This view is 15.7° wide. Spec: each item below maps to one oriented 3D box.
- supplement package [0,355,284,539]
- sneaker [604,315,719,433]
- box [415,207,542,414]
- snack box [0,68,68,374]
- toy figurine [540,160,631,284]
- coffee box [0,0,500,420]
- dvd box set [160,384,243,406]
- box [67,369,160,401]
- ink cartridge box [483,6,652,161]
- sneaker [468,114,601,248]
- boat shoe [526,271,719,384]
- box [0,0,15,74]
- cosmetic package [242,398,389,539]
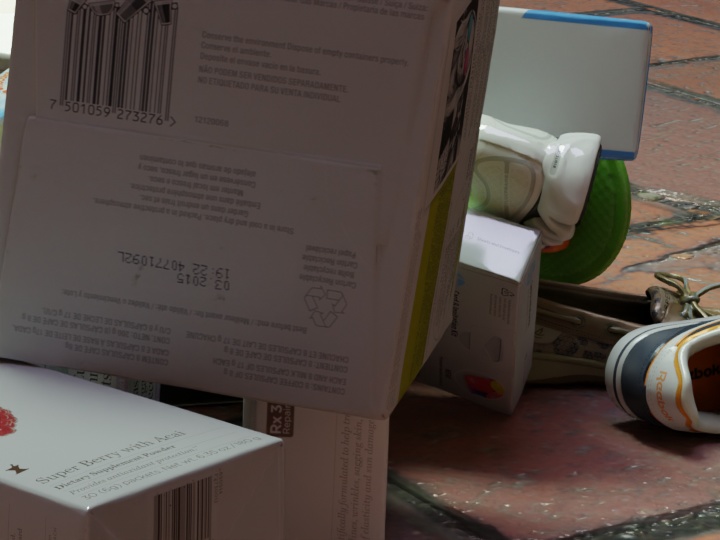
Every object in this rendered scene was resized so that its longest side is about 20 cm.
[{"bbox_3d":[-0.145,0.120,1.145,0.200,0.120,0.121,13,20,39],"label":"supplement package"},{"bbox_3d":[0.244,0.050,1.494,0.200,0.079,0.079,-18,17,-20],"label":"sneaker"},{"bbox_3d":[0.000,0.000,1.467,0.200,0.156,0.041,20,62,12],"label":"box"},{"bbox_3d":[-0.186,0.000,1.406,0.037,0.200,0.116,5,21,16],"label":"snack box"},{"bbox_3d":[0.042,-0.038,1.698,0.200,0.150,0.184,24,35,34],"label":"toy figurine"},{"bbox_3d":[-0.051,-0.062,1.260,0.199,0.201,0.198,10,14,9],"label":"coffee box"},{"bbox_3d":[-0.108,0.038,1.607,0.146,0.029,0.200,-2,16,-10],"label":"dvd box set"},{"bbox_3d":[-0.130,0.003,1.413,0.041,0.201,0.039,9,11,23],"label":"box"},{"bbox_3d":[0.074,-0.115,1.555,0.144,0.085,0.200,4,6,-11],"label":"ink cartridge box"},{"bbox_3d":[0.070,-0.032,1.468,0.081,0.075,0.200,18,-27,-6],"label":"sneaker"},{"bbox_3d":[0.157,0.033,1.573,0.199,0.063,0.073,0,15,-6],"label":"boat shoe"},{"bbox_3d":[-0.129,-0.109,1.485,0.199,0.095,0.078,8,51,-2],"label":"box"},{"bbox_3d":[-0.024,0.075,1.346,0.074,0.102,0.200,1,17,-4],"label":"cosmetic package"}]
